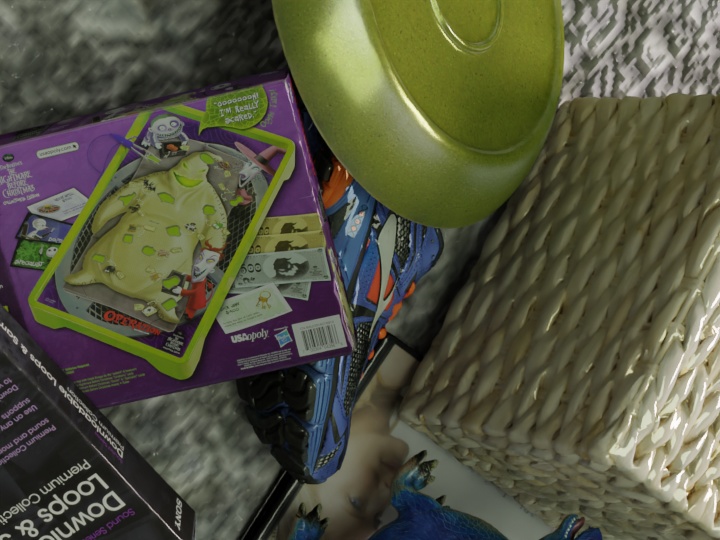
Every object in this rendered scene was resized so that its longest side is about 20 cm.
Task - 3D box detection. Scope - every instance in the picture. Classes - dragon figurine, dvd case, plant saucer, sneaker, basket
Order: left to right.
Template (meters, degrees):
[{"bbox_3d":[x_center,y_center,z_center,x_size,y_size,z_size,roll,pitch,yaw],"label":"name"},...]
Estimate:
[{"bbox_3d":[0.000,0.000,0.875,0.078,0.075,0.201,9,97,-30],"label":"sneaker"},{"bbox_3d":[0.008,0.148,0.942,0.143,0.018,0.200,36,83,-27],"label":"dvd case"},{"bbox_3d":[0.015,0.146,0.870,0.200,0.099,0.059,-23,128,-12],"label":"dragon figurine"},{"bbox_3d":[0.035,-0.120,0.845,0.200,0.031,0.201,17,67,-48],"label":"plant saucer"},{"bbox_3d":[0.156,0.033,0.885,0.161,0.198,0.200,36,76,-24],"label":"basket"}]

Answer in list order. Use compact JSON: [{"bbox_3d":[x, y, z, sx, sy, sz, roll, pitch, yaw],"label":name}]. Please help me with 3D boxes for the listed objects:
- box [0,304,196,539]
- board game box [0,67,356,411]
[{"bbox_3d":[-0.183,0.079,0.797,0.143,0.036,0.200,-33,116,14],"label":"box"},{"bbox_3d":[-0.111,-0.003,0.804,0.199,0.032,0.120,-12,109,6],"label":"board game box"}]
